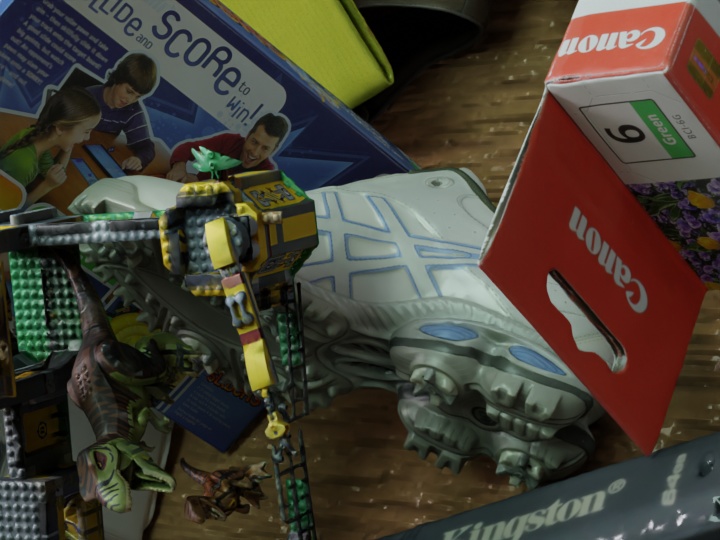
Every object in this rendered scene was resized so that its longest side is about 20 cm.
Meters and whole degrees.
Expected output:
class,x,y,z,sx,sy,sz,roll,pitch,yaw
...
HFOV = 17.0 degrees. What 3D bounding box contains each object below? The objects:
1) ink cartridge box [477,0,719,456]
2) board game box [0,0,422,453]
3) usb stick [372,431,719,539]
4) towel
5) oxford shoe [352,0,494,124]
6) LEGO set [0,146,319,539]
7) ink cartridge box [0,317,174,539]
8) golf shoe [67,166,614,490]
class,x,y,z,sx,sy,sz,roll,pitch,yaw
ink cartridge box,0.114,-0.053,0.760,0.050,0.109,0.200,-4,51,41
board game box,-0.077,-0.032,0.879,0.135,0.200,0.034,-47,38,6
usb stick,0.055,0.093,0.783,0.200,0.033,0.055,-21,19,32
towel,-0.069,-0.075,0.975,0.200,0.086,0.018,-27,7,45
oxford shoe,-0.031,-0.090,0.982,0.200,0.073,0.084,-23,55,34
LEGO set,-0.089,0.059,0.756,0.154,0.116,0.200,8,101,26
ink cartridge box,-0.165,0.011,0.924,0.084,0.200,0.145,-6,66,45
golf shoe,0.000,0.000,0.840,0.200,0.078,0.097,22,58,10
